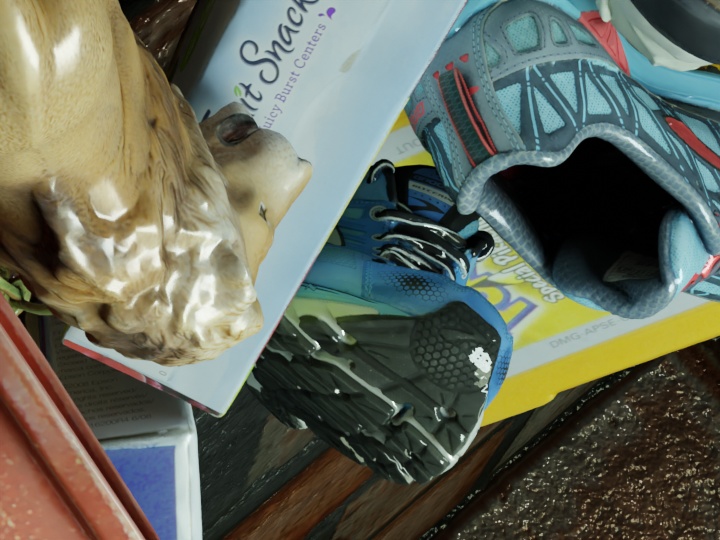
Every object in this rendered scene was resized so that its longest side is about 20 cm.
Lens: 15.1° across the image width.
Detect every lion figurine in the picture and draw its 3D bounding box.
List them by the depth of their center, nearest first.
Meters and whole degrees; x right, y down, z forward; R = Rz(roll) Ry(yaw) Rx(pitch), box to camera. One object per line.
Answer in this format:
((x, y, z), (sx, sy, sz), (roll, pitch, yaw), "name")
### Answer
((-0.069, -0.045, 0.550), (0.072, 0.123, 0.200), (-24, 169, 7), "lion figurine")

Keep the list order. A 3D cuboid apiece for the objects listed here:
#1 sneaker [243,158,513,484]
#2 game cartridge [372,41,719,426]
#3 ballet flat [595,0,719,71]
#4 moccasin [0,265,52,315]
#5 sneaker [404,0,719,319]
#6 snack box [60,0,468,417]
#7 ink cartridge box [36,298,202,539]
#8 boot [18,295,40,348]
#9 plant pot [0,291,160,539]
((0.000, 0.000, 0.809), (0.090, 0.078, 0.200), (-49, -162, -7), "sneaker")
((0.041, -0.016, 0.927), (0.199, 0.033, 0.176), (-23, 133, 22), "game cartridge")
((0.107, -0.094, 0.788), (0.073, 0.073, 0.200), (-49, -177, 33), "ballet flat")
((-0.122, 0.004, 0.704), (0.201, 0.078, 0.074), (-39, 168, -49), "moccasin")
((0.078, -0.017, 0.821), (0.079, 0.096, 0.200), (-34, 139, 28), "sneaker")
((-0.004, -0.080, 0.685), (0.200, 0.053, 0.143), (-58, -168, 40), "snack box")
((-0.075, 0.075, 0.826), (0.043, 0.200, 0.197), (-6, 121, -8), "ink cartridge box")
((-0.153, 0.085, 0.944), (0.155, 0.077, 0.200), (-45, 171, 17), "boot")
((-0.154, 0.052, 0.514), (0.195, 0.201, 0.201), (-34, 169, -5), "plant pot")
